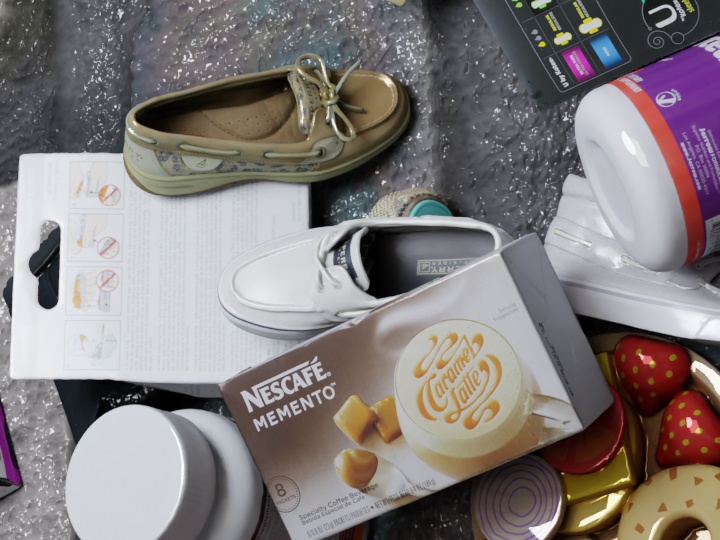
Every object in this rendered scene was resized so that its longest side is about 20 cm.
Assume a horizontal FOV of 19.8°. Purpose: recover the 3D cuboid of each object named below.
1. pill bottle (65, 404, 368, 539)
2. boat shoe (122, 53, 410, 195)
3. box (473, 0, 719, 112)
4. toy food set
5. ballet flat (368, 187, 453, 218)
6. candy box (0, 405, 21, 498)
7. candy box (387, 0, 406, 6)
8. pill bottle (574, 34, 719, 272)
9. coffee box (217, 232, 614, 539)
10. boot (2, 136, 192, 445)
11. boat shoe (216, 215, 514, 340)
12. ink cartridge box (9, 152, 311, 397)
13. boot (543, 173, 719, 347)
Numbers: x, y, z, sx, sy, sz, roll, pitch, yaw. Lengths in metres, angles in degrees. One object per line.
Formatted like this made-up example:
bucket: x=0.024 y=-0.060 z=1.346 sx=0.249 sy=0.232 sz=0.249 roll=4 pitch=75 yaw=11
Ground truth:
pill bottle: x=-0.088 y=0.148 z=1.287 sx=0.109 sy=0.200 sz=0.110 roll=-10 pitch=71 yaw=30
boat shoe: x=-0.059 y=-0.099 z=1.372 sx=0.199 sy=0.063 sz=0.074 roll=-15 pitch=64 yaw=-13
box: x=0.175 y=-0.209 z=1.225 sx=0.199 sy=0.149 sz=0.125 roll=-23 pitch=109 yaw=31
toy food set: x=0.147 y=0.134 z=1.235 sx=0.197 sy=0.049 sz=0.201 roll=-21 pitch=66 yaw=26
ballet flat: x=0.006 y=0.041 z=1.351 sx=0.075 sy=0.068 sz=0.201 roll=0 pitch=69 yaw=54
candy box: x=-0.360 y=0.143 z=1.547 sx=0.199 sy=0.061 sz=0.137 roll=-32 pitch=62 yaw=21
candy box: x=0.049 y=-0.287 z=1.350 sx=0.200 sy=0.055 sz=0.116 roll=-53 pitch=29 yaw=38
pill bottle: x=0.231 y=-0.085 z=1.177 sx=0.199 sy=0.113 sz=0.113 roll=-24 pitch=61 yaw=-8
coffee box: x=0.033 y=0.072 z=1.223 sx=0.199 sy=0.080 sz=0.115 roll=-25 pitch=90 yaw=23
boot: x=-0.154 y=0.019 z=1.442 sx=0.200 sy=0.076 sz=0.168 roll=-47 pitch=55 yaw=16
boat shoe: x=0.000 y=0.000 z=1.287 sx=0.199 sy=0.066 sz=0.072 roll=-1 pitch=71 yaw=15
ink cartridge box: x=-0.132 y=0.003 z=1.389 sx=0.199 sy=0.047 sz=0.161 roll=1 pitch=73 yaw=-3
boot: x=0.194 y=-0.008 z=1.230 sx=0.199 sy=0.073 sz=0.096 roll=12 pitch=89 yaw=35
